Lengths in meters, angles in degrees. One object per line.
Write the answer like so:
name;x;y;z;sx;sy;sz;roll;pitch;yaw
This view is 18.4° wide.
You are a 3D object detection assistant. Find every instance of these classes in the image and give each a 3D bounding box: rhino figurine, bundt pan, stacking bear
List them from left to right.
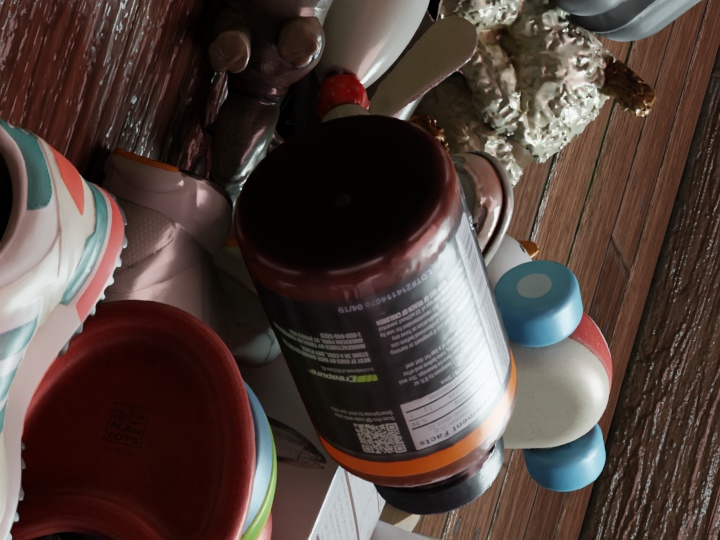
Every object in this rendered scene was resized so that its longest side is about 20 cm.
stacking bear;-0.087;0.099;0.999;0.200;0.121;0.114;74;30;-67
rhino figurine;-0.045;-0.119;1.091;0.088;0.059;0.201;-86;-171;-72
bundt pan;0.140;-0.229;1.483;0.076;0.202;0.202;-44;174;17

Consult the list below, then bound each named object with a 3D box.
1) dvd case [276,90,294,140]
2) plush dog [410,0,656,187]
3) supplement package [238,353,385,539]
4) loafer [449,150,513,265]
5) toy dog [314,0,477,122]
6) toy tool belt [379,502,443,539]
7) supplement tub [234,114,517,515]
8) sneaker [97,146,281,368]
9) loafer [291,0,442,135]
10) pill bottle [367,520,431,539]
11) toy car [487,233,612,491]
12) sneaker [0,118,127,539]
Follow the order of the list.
dvd case;-0.025;-0.039;1.336;0.201;0.025;0.151;90;21;-45
plush dog;0.093;-0.105;1.532;0.172;0.160;0.200;-49;166;7
supplement package;-0.063;0.129;1.169;0.118;0.116;0.201;82;27;-54
loafer;0.000;0.000;1.201;0.063;0.200;0.072;-3;66;-43
toy dog;0.018;-0.108;1.149;0.132;0.096;0.201;142;-46;-66
toy tool belt;0.014;0.113;1.379;0.200;0.122;0.125;106;9;-56
supplement tub;0.014;0.029;1.057;0.201;0.106;0.107;71;35;-45
sneaker;-0.092;0.018;1.063;0.092;0.075;0.200;-63;156;-13
loafer;0.015;-0.125;1.240;0.073;0.071;0.201;36;59;-56
pill bottle;-0.012;0.242;1.264;0.116;0.116;0.201;49;60;-73
toy car;0.103;0.031;1.653;0.201;0.176;0.185;-78;161;-45
sneaker;-0.160;0.034;0.829;0.093;0.070;0.201;50;56;-52
